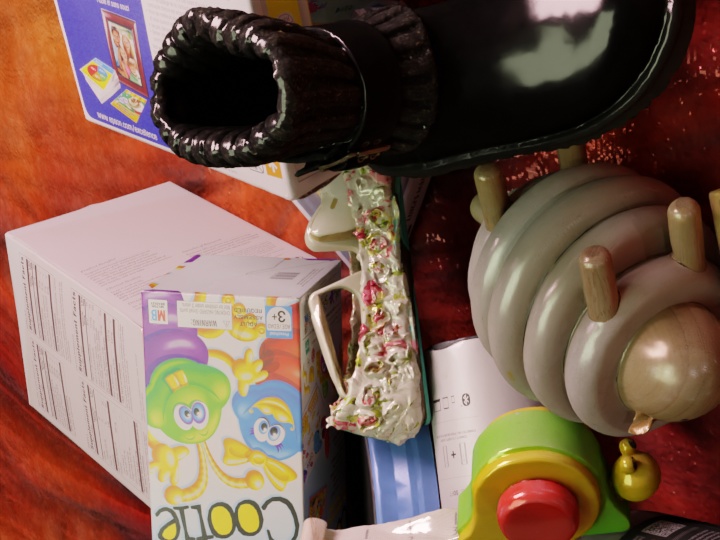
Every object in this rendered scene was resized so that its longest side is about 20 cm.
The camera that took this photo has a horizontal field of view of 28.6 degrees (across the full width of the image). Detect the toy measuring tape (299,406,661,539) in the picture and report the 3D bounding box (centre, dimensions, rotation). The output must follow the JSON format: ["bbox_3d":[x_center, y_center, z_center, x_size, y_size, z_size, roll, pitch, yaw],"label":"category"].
[{"bbox_3d":[0.055,0.110,0.730,0.197,0.074,0.075,-9,102,15],"label":"toy measuring tape"}]

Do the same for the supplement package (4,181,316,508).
[{"bbox_3d":[-0.144,0.049,1.050,0.199,0.150,0.153,27,128,44],"label":"supplement package"}]

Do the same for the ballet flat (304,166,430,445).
[{"bbox_3d":[0.000,0.000,0.816,0.076,0.063,0.203,116,149,-76],"label":"ballet flat"}]

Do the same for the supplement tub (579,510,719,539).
[{"bbox_3d":[0.195,0.191,0.681,0.199,0.121,0.124,2,108,54],"label":"supplement tub"}]

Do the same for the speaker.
[{"bbox_3d":[0.085,0.140,0.797,0.081,0.080,0.203,-23,70,55],"label":"speaker"}]

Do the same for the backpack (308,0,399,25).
[{"bbox_3d":[-0.038,-0.230,0.764,0.179,0.149,0.201,65,156,21],"label":"backpack"}]

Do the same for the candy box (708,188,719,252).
[{"bbox_3d":[0.247,0.010,0.582,0.199,0.056,0.118,-1,105,55],"label":"candy box"}]

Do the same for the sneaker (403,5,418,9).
[{"bbox_3d":[0.062,-0.104,0.750,0.199,0.076,0.077,1,87,52],"label":"sneaker"}]

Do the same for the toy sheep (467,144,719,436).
[{"bbox_3d":[0.114,0.006,0.702,0.200,0.136,0.140,-128,36,-49],"label":"toy sheep"}]

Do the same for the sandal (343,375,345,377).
[{"bbox_3d":[-0.042,0.156,1.019,0.050,0.082,0.204,49,143,26],"label":"sandal"}]

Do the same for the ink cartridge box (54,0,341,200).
[{"bbox_3d":[-0.102,-0.154,0.740,0.196,0.047,0.203,24,133,44],"label":"ink cartridge box"}]

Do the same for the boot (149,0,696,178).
[{"bbox_3d":[0.023,-0.090,0.612,0.210,0.156,0.081,-23,71,42],"label":"boot"}]

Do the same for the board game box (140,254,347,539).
[{"bbox_3d":[-0.070,0.101,0.887,0.101,0.105,0.203,2,103,14],"label":"board game box"}]

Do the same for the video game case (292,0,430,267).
[{"bbox_3d":[-0.022,-0.116,0.915,0.200,0.023,0.183,49,140,28],"label":"video game case"}]

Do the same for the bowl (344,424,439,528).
[{"bbox_3d":[0.016,0.164,0.900,0.201,0.039,0.204,177,90,-83],"label":"bowl"}]
